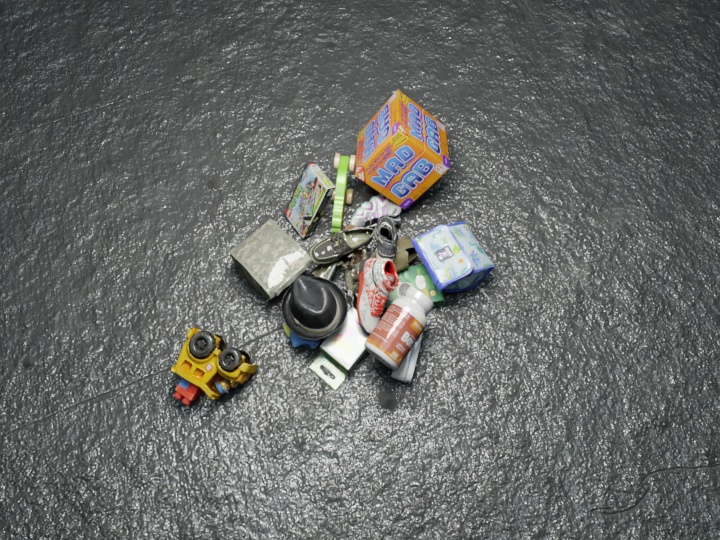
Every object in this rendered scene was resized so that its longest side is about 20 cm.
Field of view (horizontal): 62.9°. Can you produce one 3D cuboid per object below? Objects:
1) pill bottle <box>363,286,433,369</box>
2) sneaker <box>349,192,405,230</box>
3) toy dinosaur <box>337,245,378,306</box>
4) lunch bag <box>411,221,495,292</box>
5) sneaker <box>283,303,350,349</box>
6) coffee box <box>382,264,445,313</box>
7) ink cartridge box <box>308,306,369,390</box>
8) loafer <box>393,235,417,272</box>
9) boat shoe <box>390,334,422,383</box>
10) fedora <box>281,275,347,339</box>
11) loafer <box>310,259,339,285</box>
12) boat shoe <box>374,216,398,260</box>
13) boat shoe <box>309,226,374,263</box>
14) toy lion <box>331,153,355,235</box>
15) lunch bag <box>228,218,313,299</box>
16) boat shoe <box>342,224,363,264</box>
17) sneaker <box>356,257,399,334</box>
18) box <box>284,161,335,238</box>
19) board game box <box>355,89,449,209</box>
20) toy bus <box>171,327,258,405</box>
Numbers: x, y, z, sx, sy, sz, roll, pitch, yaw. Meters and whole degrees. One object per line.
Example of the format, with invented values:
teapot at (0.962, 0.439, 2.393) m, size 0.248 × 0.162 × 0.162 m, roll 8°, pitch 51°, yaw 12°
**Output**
pill bottle at (0.106, 0.150, 1.553) m, size 0.111 × 0.112 × 0.202 m, roll 34°, pitch 80°, yaw 14°
sneaker at (0.069, -0.157, 1.776) m, size 0.139 × 0.078 × 0.200 m, roll 40°, pitch 71°, yaw 17°
toy dinosaur at (0.000, 0.000, 1.652) m, size 0.200 × 0.076 × 0.103 m, roll -46°, pitch 110°, yaw -34°
lunch bag at (0.255, -0.035, 1.666) m, size 0.197 × 0.128 × 0.172 m, roll -12°, pitch 61°, yaw -35°
sneaker at (-0.113, 0.160, 1.642) m, size 0.195 × 0.076 × 0.108 m, roll -16°, pitch 82°, yaw -5°
coffee box at (0.135, 0.052, 1.699) m, size 0.195 × 0.044 × 0.126 m, roll -8°, pitch 63°, yaw -5°
ink cartridge box at (-0.044, 0.213, 1.615) m, size 0.103 × 0.060 × 0.201 m, roll 36°, pitch 70°, yaw 14°
loafer at (0.103, -0.031, 1.676) m, size 0.066 × 0.077 × 0.200 m, roll 17°, pitch 47°, yaw 29°
boat shoe at (0.129, 0.205, 1.619) m, size 0.064 × 0.072 × 0.205 m, roll 15°, pitch 74°, yaw 1°
fedora at (-0.129, 0.080, 1.575) m, size 0.195 × 0.092 × 0.205 m, roll -3°, pitch 56°, yaw 5°
loafer at (-0.110, 0.006, 1.700) m, size 0.068 × 0.076 × 0.203 m, roll 21°, pitch 67°, yaw 4°
boat shoe at (0.078, -0.103, 1.656) m, size 0.071 × 0.064 × 0.202 m, roll 11°, pitch 37°, yaw -5°
boat shoe at (-0.049, -0.080, 1.651) m, size 0.197 × 0.066 × 0.073 m, roll -21°, pitch 78°, yaw -23°
toy lion at (-0.059, -0.213, 1.741) m, size 0.067 × 0.203 × 0.194 m, roll 7°, pitch 46°, yaw 1°
lunch bag at (-0.248, -0.021, 1.676) m, size 0.163 × 0.119 × 0.199 m, roll -40°, pitch 57°, yaw -17°
boat shoe at (-0.014, -0.028, 1.721) m, size 0.069 × 0.070 × 0.205 m, roll -5°, pitch 75°, yaw -20°
sneaker at (0.048, 0.068, 1.562) m, size 0.066 × 0.106 × 0.207 m, roll 3°, pitch 84°, yaw -45°
box at (-0.153, -0.205, 1.735) m, size 0.034 × 0.202 × 0.110 m, roll -20°, pitch 61°, yaw -44°
board game box at (0.122, -0.353, 1.734) m, size 0.197 × 0.199 × 0.203 m, roll 29°, pitch 42°, yaw -26°
toy bus at (-0.396, 0.273, 1.553) m, size 0.197 × 0.136 × 0.195 m, roll 27°, pitch 80°, yaw 8°
